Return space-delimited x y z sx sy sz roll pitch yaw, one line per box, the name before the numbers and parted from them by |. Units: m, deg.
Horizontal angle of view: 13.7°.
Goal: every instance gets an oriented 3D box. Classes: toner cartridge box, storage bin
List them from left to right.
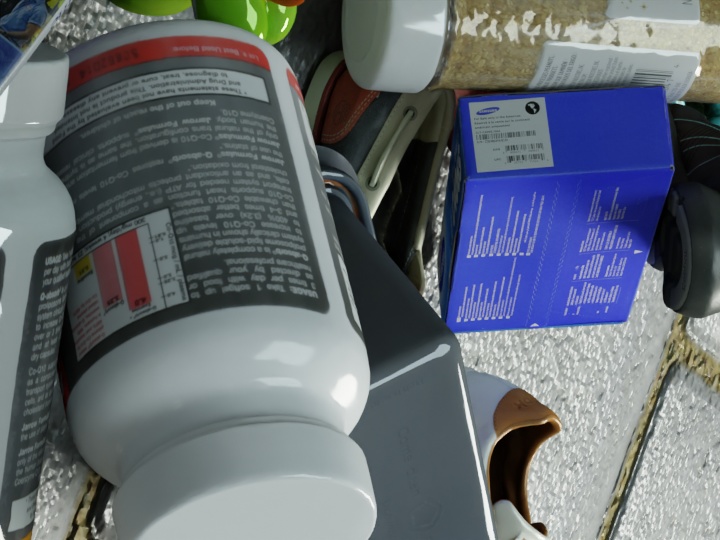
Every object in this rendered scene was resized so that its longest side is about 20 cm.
storage bin | -0.020 0.074 1.284 0.145 0.134 0.200 -26 129 -17
toner cartridge box | 0.088 -0.025 1.403 0.200 0.095 0.043 95 -8 -69

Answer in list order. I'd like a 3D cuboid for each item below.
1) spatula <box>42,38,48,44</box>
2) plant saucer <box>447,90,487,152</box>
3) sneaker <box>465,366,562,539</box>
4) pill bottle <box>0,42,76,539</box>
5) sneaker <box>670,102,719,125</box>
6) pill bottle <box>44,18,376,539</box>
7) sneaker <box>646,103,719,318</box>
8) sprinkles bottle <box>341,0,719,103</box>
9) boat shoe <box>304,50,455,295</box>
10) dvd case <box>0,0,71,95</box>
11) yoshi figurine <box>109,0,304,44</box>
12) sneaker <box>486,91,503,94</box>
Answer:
spatula | -0.123 -0.083 1.192 0.057 0.021 0.200 -56 145 -18
plant saucer | 0.068 -0.174 1.439 0.200 0.037 0.200 -56 143 -27
sneaker | 0.041 0.148 1.493 0.073 0.085 0.200 29 80 -59
pill bottle | -0.165 0.014 1.079 0.116 0.116 0.200 -7 109 -56
sneaker | 0.146 -0.077 1.532 0.078 0.080 0.200 -54 168 -35
pill bottle | -0.061 0.015 1.129 0.116 0.116 0.200 45 26 -55
sneaker | 0.174 -0.026 1.407 0.200 0.079 0.075 -95 -174 -67
sprinkles bottle | 0.094 -0.109 1.342 0.200 0.068 0.068 2 104 -19
boat shoe | 0.000 0.000 1.384 0.071 0.063 0.200 -10 113 -58
dvd case | -0.149 -0.146 1.032 0.200 0.143 0.018 -57 -178 -26
yoshi figurine | -0.081 -0.180 1.169 0.112 0.112 0.200 -15 107 -15
sneaker | 0.097 -0.133 1.399 0.087 0.074 0.200 -27 126 -48
